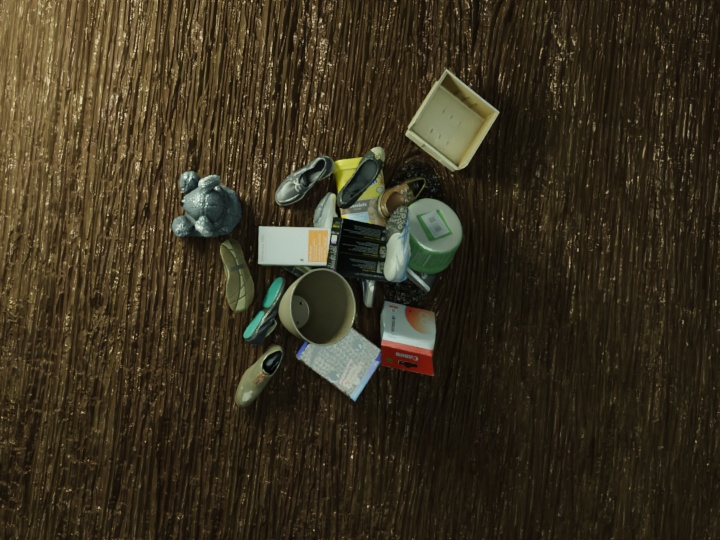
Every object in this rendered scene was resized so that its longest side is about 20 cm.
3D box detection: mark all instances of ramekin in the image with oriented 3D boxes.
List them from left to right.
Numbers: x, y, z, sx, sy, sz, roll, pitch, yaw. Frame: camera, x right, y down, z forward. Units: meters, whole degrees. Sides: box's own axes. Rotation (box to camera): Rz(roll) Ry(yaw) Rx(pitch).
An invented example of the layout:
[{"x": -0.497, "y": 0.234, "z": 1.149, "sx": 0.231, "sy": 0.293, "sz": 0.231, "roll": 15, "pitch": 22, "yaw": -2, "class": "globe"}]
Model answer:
[{"x": 0.192, "y": -0.104, "z": 1.719, "sx": 0.195, "sy": 0.098, "sz": 0.205, "roll": 8, "pitch": 59, "yaw": -14, "class": "ramekin"}]

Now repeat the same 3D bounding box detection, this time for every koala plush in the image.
[{"x": -0.398, "y": -0.168, "z": 1.589, "sx": 0.179, "sy": 0.200, "sz": 0.183, "roll": 10, "pitch": 87, "yaw": -11, "class": "koala plush"}]

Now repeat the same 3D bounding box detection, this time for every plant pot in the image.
[{"x": -0.138, "y": 0.103, "z": 1.597, "sx": 0.183, "sy": 0.199, "sz": 0.193, "roll": 5, "pitch": 81, "yaw": -29, "class": "plant pot"}]

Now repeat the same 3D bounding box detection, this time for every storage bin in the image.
[{"x": 0.262, "y": -0.429, "z": 1.779, "sx": 0.198, "sy": 0.094, "sz": 0.201, "roll": 34, "pitch": 83, "yaw": -10, "class": "storage bin"}]

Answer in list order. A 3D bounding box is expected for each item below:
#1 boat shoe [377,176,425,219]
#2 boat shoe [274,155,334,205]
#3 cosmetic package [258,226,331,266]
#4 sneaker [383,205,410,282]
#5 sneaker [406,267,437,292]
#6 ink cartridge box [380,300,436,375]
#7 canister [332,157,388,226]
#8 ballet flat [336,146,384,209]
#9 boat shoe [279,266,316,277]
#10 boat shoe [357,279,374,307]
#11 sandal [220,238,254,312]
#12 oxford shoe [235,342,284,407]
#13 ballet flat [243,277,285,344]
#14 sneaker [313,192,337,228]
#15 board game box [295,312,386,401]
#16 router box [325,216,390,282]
[{"x": 0.117, "y": -0.213, "z": 1.708, "sx": 0.073, "sy": 0.067, "sz": 0.200, "roll": 58, "pitch": 44, "yaw": -17, "class": "boat shoe"}, {"x": -0.162, "y": -0.250, "z": 1.683, "sx": 0.197, "sy": 0.063, "sz": 0.074, "roll": -33, "pitch": 85, "yaw": 11, "class": "boat shoe"}, {"x": -0.173, "y": -0.064, "z": 1.644, "sx": 0.194, "sy": 0.071, "sz": 0.105, "roll": 0, "pitch": 89, "yaw": 1, "class": "cosmetic package"}, {"x": 0.106, "y": -0.071, "z": 1.639, "sx": 0.071, "sy": 0.071, "sz": 0.206, "roll": 1, "pitch": 100, "yaw": -43, "class": "sneaker"}, {"x": 0.152, "y": -0.040, "z": 1.771, "sx": 0.199, "sy": 0.071, "sz": 0.100, "roll": 42, "pitch": 79, "yaw": -12, "class": "sneaker"}, {"x": 0.134, "y": 0.186, "z": 1.713, "sx": 0.158, "sy": 0.203, "sz": 0.051, "roll": 13, "pitch": 131, "yaw": -11, "class": "ink cartridge box"}, {"x": 0.004, "y": -0.211, "z": 1.730, "sx": 0.144, "sy": 0.086, "sz": 0.206, "roll": -9, "pitch": 93, "yaw": -12, "class": "canister"}, {"x": 0.006, "y": -0.249, "z": 1.657, "sx": 0.066, "sy": 0.057, "sz": 0.202, "roll": 36, "pitch": 85, "yaw": -12, "class": "ballet flat"}, {"x": -0.139, "y": 0.026, "z": 1.711, "sx": 0.200, "sy": 0.072, "sz": 0.066, "roll": 39, "pitch": 89, "yaw": -3, "class": "boat shoe"}, {"x": 0.000, "y": 0.000, "z": 1.744, "sx": 0.090, "sy": 0.075, "sz": 0.206, "roll": 4, "pitch": 89, "yaw": 6, "class": "boat shoe"}, {"x": -0.341, "y": 0.015, "z": 1.680, "sx": 0.078, "sy": 0.054, "sz": 0.205, "roll": -12, "pitch": 78, "yaw": -16, "class": "sandal"}, {"x": -0.279, "y": 0.288, "z": 1.674, "sx": 0.070, "sy": 0.075, "sz": 0.203, "roll": 33, "pitch": 84, "yaw": -10, "class": "oxford shoe"}, {"x": -0.250, "y": 0.118, "z": 1.692, "sx": 0.072, "sy": 0.073, "sz": 0.203, "roll": 31, "pitch": 78, "yaw": -10, "class": "ballet flat"}, {"x": -0.090, "y": -0.117, "z": 1.725, "sx": 0.085, "sy": 0.074, "sz": 0.206, "roll": 7, "pitch": 96, "yaw": -19, "class": "sneaker"}, {"x": -0.056, "y": 0.235, "z": 1.709, "sx": 0.198, "sy": 0.097, "sz": 0.161, "roll": 36, "pitch": 83, "yaw": -9, "class": "board game box"}, {"x": 0.005, "y": -0.053, "z": 1.638, "sx": 0.196, "sy": 0.051, "sz": 0.154, "roll": 8, "pitch": 92, "yaw": -38, "class": "router box"}]
